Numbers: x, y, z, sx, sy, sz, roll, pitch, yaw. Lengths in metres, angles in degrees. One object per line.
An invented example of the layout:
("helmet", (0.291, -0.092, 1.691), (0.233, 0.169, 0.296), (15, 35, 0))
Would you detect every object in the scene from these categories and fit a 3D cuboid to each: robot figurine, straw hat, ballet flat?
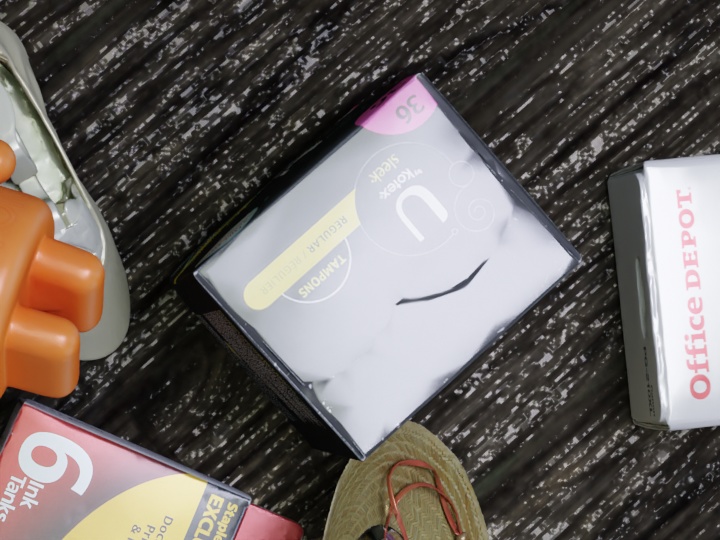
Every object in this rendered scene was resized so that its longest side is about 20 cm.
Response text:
("robot figurine", (-0.230, 0.000, 1.287), (0.199, 0.117, 0.144), (16, 102, 1))
("straw hat", (-0.005, 0.184, 1.363), (0.085, 0.201, 0.202), (-9, 90, 30))
("ballet flat", (-0.179, -0.044, 1.360), (0.069, 0.069, 0.200), (-26, 92, -8))

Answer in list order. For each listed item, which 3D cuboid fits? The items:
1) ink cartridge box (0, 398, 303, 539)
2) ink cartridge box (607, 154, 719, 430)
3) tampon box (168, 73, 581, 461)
("ink cartridge box", (-0.138, 0.192, 1.350), (0.175, 0.084, 0.200), (23, 85, -8))
("ink cartridge box", (0.244, 0.006, 1.409), (0.199, 0.084, 0.145), (-6, 89, -9))
("tampon box", (0.000, 0.000, 1.316), (0.150, 0.200, 0.126), (-42, 94, -8))
